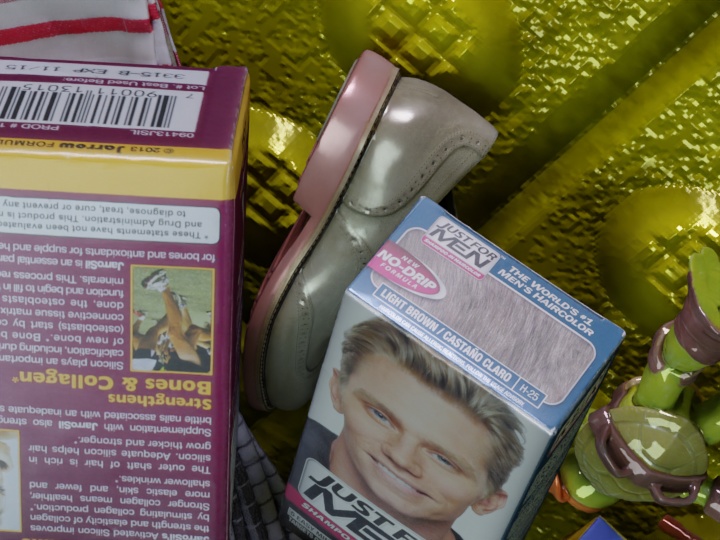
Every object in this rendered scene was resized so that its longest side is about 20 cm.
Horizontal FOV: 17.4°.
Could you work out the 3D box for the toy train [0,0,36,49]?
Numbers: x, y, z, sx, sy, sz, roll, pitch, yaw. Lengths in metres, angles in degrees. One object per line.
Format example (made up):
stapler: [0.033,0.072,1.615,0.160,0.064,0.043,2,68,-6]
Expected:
toy train: [-0.153,-0.085,1.044,0.046,0.034,0.201,8,131,7]

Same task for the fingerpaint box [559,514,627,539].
fingerpaint box: [0.116,0.236,1.012,0.200,0.167,0.073,43,163,4]

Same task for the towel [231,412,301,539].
towel: [-0.121,0.121,1.163,0.165,0.086,0.201,-4,125,31]

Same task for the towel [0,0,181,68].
towel: [-0.143,-0.061,1.026,0.143,0.023,0.201,-9,127,10]

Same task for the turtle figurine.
turtle figurine: [0.118,0.058,0.986,0.200,0.064,0.161,36,135,-5]

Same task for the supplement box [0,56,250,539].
supplement box: [-0.114,0.020,0.988,0.130,0.103,0.201,4,116,-1]

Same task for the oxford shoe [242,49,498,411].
oxford shoe: [0.000,0.000,1.004,0.074,0.071,0.200,23,137,1]

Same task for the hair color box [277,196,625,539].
hair color box: [0.032,0.068,0.977,0.100,0.061,0.200,34,148,11]
